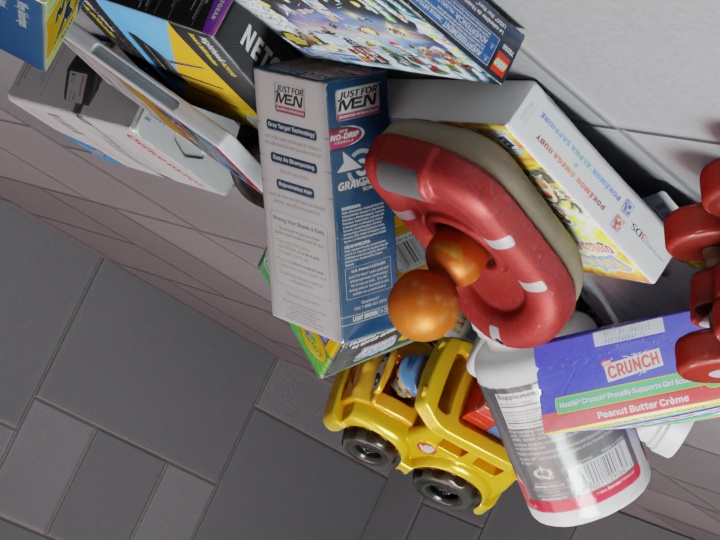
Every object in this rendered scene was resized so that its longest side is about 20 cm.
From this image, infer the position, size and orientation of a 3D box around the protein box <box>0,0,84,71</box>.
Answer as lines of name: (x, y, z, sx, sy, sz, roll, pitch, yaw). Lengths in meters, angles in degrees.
protein box: (-0.255, -0.245, 1.070, 0.199, 0.135, 0.199, 26, 171, -7)

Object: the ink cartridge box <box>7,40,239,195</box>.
ink cartridge box: (-0.219, -0.155, 1.663, 0.199, 0.084, 0.145, 18, 168, 42)

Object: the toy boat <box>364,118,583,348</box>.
toy boat: (0.068, -0.006, 1.226, 0.130, 0.131, 0.200, 19, 158, 47)

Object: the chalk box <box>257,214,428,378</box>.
chalk box: (0.000, 0.000, 1.477, 0.124, 0.124, 0.200, 60, 151, 18)

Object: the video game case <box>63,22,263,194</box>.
video game case: (-0.164, -0.138, 1.447, 0.200, 0.017, 0.143, 36, 176, 20)

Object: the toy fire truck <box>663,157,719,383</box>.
toy fire truck: (0.293, 0.000, 1.105, 0.167, 0.113, 0.200, 0, 161, -7)

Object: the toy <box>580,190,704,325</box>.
toy: (0.227, -0.013, 1.347, 0.115, 0.047, 0.200, 46, 159, -11)

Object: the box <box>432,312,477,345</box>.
box: (0.072, 0.011, 1.725, 0.199, 0.113, 0.101, 23, 171, 3)

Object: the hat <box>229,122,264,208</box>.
hat: (-0.069, -0.094, 1.541, 0.200, 0.081, 0.201, 31, 166, 9)

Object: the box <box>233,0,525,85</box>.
box: (-0.010, -0.176, 1.100, 0.137, 0.040, 0.200, 34, 168, -39)

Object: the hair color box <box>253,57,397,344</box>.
hair color box: (-0.025, -0.055, 1.307, 0.060, 0.201, 0.100, -16, -158, -34)

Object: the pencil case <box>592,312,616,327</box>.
pencil case: (0.298, 0.057, 1.473, 0.199, 0.087, 0.083, 25, 145, -2)

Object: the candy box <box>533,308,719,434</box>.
candy box: (0.251, 0.076, 1.314, 0.168, 0.077, 0.200, -13, 169, 31)

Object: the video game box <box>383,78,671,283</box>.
video game box: (0.113, -0.069, 1.278, 0.182, 0.047, 0.200, 41, 165, -28)

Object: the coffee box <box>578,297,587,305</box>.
coffee box: (0.129, -0.030, 1.558, 0.199, 0.044, 0.123, 28, 172, -16)

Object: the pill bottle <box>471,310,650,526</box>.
pill bottle: (0.160, 0.101, 1.429, 0.111, 0.110, 0.201, 8, 123, 63)

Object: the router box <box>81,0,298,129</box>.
router box: (-0.127, -0.179, 1.363, 0.149, 0.051, 0.200, 21, 169, 26)

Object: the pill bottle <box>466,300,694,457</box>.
pill bottle: (0.202, 0.089, 1.533, 0.199, 0.105, 0.104, 27, 171, 2)

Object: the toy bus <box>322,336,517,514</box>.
toy bus: (0.089, 0.127, 1.642, 0.199, 0.136, 0.192, 29, 154, -9)
